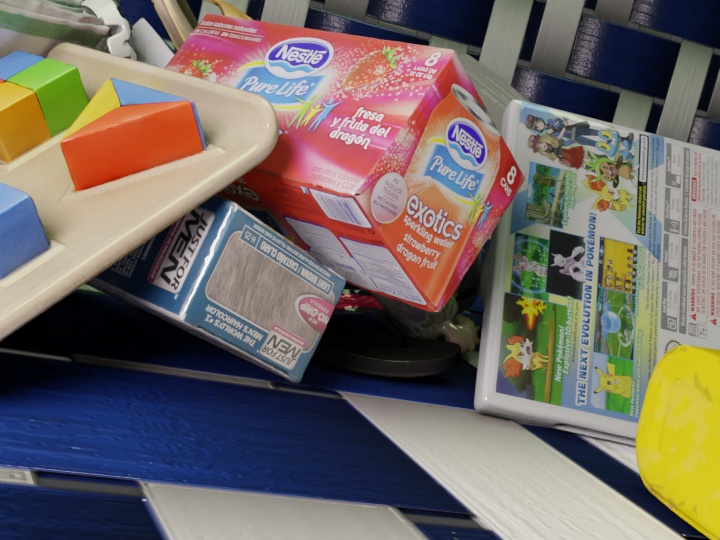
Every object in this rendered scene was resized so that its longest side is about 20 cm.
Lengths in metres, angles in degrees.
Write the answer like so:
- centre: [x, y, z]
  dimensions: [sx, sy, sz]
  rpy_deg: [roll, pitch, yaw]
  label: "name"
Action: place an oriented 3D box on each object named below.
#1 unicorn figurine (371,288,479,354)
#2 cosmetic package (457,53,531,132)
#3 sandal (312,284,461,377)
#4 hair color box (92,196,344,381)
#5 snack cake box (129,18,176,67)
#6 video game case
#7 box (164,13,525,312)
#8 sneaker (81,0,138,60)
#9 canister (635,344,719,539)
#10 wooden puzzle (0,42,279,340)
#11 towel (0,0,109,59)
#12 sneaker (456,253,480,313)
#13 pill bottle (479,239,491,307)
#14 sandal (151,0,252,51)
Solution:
- centre: [0.000, 0.000, 0.837]
  dimensions: [0.198, 0.074, 0.137]
  rpy_deg: [19, 18, -3]
  label: "unicorn figurine"
- centre: [0.045, -0.075, 0.835]
  dimensions: [0.107, 0.090, 0.200]
  rpy_deg: [41, 31, 14]
  label: "cosmetic package"
- centre: [-0.034, 0.023, 0.736]
  dimensions: [0.198, 0.045, 0.075]
  rpy_deg: [14, 8, 2]
  label: "sandal"
- centre: [-0.115, -0.014, 0.646]
  dimensions: [0.199, 0.061, 0.100]
  rpy_deg: [21, -8, 38]
  label: "hair color box"
- centre: [-0.156, -0.100, 0.934]
  dimensions: [0.067, 0.115, 0.200]
  rpy_deg: [49, 2, 12]
  label: "snack cake box"
- centre: [0.164, 0.006, 0.732]
  dimensions: [0.181, 0.202, 0.022]
  rpy_deg: [13, -25, -9]
  label: "video game case"
- centre: [-0.025, -0.064, 0.665]
  dimensions: [0.199, 0.096, 0.100]
  rpy_deg: [18, -25, 43]
  label: "box"
- centre: [-0.171, -0.075, 0.784]
  dimensions: [0.090, 0.202, 0.066]
  rpy_deg: [-18, -1, -37]
  label: "sneaker"
- centre: [0.251, 0.096, 0.585]
  dimensions: [0.198, 0.087, 0.148]
  rpy_deg: [10, 9, -19]
  label: "canister"
- centre: [-0.165, -0.046, 0.562]
  dimensions: [0.184, 0.047, 0.200]
  rpy_deg: [20, 50, 38]
  label: "wooden puzzle"
- centre: [-0.242, -0.085, 0.660]
  dimensions: [0.031, 0.200, 0.149]
  rpy_deg: [53, 15, 9]
  label: "towel"
- centre: [0.009, -0.041, 0.963]
  dimensions: [0.198, 0.115, 0.075]
  rpy_deg: [17, 48, 2]
  label: "sneaker"
- centre: [0.166, 0.001, 0.995]
  dimensions: [0.113, 0.115, 0.200]
  rpy_deg: [16, 8, 12]
  label: "pill bottle"
- centre: [-0.088, -0.147, 0.869]
  dimensions: [0.201, 0.054, 0.080]
  rpy_deg: [55, 3, -10]
  label: "sandal"
